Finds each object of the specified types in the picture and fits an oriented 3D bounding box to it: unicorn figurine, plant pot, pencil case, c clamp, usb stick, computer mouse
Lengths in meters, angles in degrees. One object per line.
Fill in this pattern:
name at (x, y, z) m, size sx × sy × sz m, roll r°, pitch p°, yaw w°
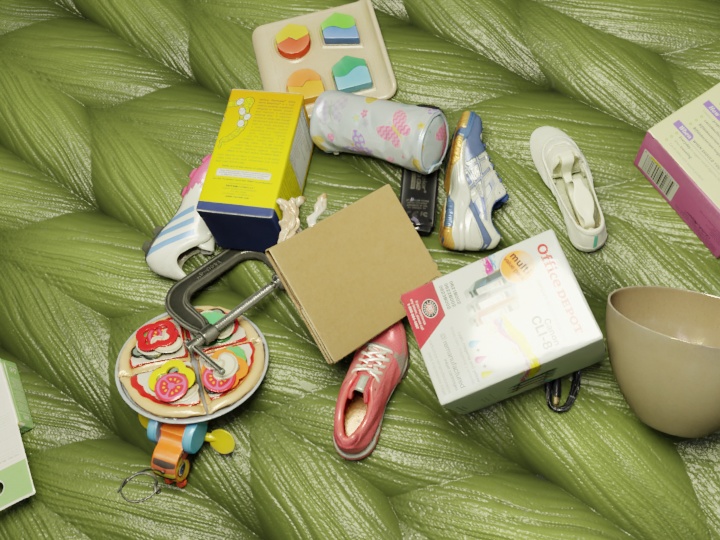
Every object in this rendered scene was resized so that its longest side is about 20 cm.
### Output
unicorn figurine at (-0.029, -0.026, 1.021) m, size 0.199 × 0.074 × 0.138 m, roll 7°, pitch 72°, yaw -24°
plant pot at (0.380, 0.114, 0.886) m, size 0.199 × 0.200 × 0.135 m, roll 9°, pitch 109°, yaw 11°
pencil case at (0.024, -0.195, 1.058) m, size 0.199 × 0.083 × 0.091 m, roll 17°, pitch 104°, yaw 30°
c clamp at (-0.172, 0.039, 1.021) m, size 0.170 × 0.027 × 0.200 m, roll 27°, pitch 55°, yaw 30°
usb stick at (0.087, -0.147, 1.082) m, size 0.055 × 0.033 × 0.201 m, roll 5°, pitch 72°, yaw 3°
computer mouse at (0.255, 0.081, 0.979) m, size 0.058 × 0.034 × 0.201 m, roll -2°, pitch 71°, yaw 6°

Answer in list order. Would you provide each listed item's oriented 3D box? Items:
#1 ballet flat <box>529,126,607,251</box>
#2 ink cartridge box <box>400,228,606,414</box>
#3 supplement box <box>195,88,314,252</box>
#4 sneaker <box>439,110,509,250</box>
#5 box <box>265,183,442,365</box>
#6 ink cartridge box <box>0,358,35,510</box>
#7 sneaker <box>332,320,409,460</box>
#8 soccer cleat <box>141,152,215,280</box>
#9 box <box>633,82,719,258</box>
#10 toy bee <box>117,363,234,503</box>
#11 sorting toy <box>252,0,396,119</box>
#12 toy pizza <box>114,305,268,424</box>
ballet flat at (0.288, -0.124, 1.028) m, size 0.069 × 0.069 × 0.201 m, roll -17°, pitch 69°, yaw 2°
ink cartridge box at (0.178, 0.068, 0.917) m, size 0.199 × 0.145 × 0.146 m, roll -25°, pitch 68°, yaw 11°
supplement box at (-0.142, -0.139, 1.060) m, size 0.109 × 0.109 × 0.201 m, roll 7°, pitch 65°, yaw 10°
sneaker at (0.162, -0.122, 1.050) m, size 0.088 × 0.075 × 0.201 m, roll 7°, pitch 79°, yaw -2°
box at (0.000, 0.000, 0.972) m, size 0.199 × 0.021 × 0.164 m, roll -31°, pitch 91°, yaw -26°
ink cartridge box at (-0.519, 0.240, 1.025) m, size 0.145 × 0.048 × 0.201 m, roll -26°, pitch 70°, yaw -1°
sneaker at (0.015, 0.141, 0.963) m, size 0.073 × 0.087 × 0.201 m, roll 13°, pitch 73°, yaw 11°
soccer cleat at (-0.229, -0.075, 1.088) m, size 0.086 × 0.070 × 0.201 m, roll 30°, pitch 83°, yaw 8°
box at (0.501, -0.151, 0.991) m, size 0.199 × 0.097 × 0.176 m, roll -33°, pitch 70°, yaw -3°
toy bee at (-0.242, 0.223, 0.976) m, size 0.131 × 0.109 × 0.200 m, roll 32°, pitch 53°, yaw 25°
sorting toy at (-0.060, -0.325, 1.161) m, size 0.199 × 0.036 × 0.186 m, roll -16°, pitch 70°, yaw 3°
toy pizza at (-0.220, 0.112, 0.988) m, size 0.199 × 0.032 × 0.201 m, roll 1°, pitch 42°, yaw -1°
